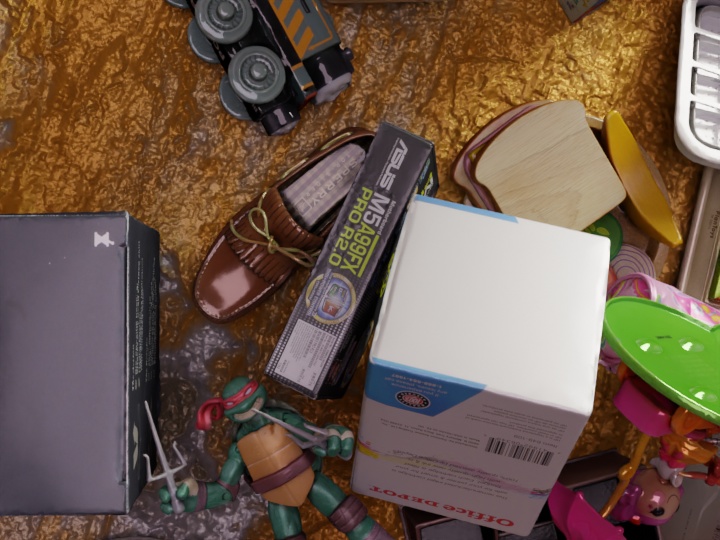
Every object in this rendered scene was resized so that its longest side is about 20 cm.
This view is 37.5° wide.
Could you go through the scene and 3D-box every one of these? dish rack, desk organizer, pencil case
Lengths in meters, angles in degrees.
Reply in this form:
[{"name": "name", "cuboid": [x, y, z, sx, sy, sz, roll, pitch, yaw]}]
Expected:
[{"name": "dish rack", "cuboid": [0.354, -0.143, 0.900, 0.198, 0.044, 0.173, 13, 67, -6]}, {"name": "desk organizer", "cuboid": [0.138, 0.209, 0.872, 0.198, 0.077, 0.073, -13, 90, -6]}, {"name": "pencil case", "cuboid": [0.283, 0.071, 0.868, 0.198, 0.087, 0.088, 21, 87, -18]}]

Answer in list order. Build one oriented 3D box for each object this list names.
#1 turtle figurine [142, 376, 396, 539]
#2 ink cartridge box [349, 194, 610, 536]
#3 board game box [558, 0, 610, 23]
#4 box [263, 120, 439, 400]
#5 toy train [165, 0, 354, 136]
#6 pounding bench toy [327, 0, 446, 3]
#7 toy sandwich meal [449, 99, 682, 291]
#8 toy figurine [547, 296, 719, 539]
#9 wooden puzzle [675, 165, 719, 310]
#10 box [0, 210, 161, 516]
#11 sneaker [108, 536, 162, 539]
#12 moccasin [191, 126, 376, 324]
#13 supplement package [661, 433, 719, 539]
[{"name": "turtle figurine", "cuboid": [-0.058, 0.147, 0.774, 0.149, 0.101, 0.201, -29, 100, 20]}, {"name": "ink cartridge box", "cuboid": [0.082, 0.075, 0.777, 0.145, 0.201, 0.147, 13, 54, 4]}, {"name": "board game box", "cuboid": [0.209, -0.287, 0.827, 0.102, 0.200, 0.105, -33, 93, -5]}, {"name": "box", "cuboid": [0.000, 0.000, 0.819, 0.044, 0.160, 0.202, 25, 86, 9]}, {"name": "toy train", "cuboid": [-0.085, -0.213, 0.858, 0.113, 0.085, 0.201, -30, 92, -15]}, {"name": "pounding bench toy", "cuboid": [0.007, -0.284, 0.814, 0.198, 0.156, 0.126, -7, 89, -21]}, {"name": "toy sandwich meal", "cuboid": [0.175, -0.048, 0.884, 0.203, 0.070, 0.208, 0, 89, -6]}, {"name": "toy figurine", "cuboid": [0.217, 0.137, 0.781, 0.199, 0.150, 0.185, 0, 124, -41]}, {"name": "wooden puzzle", "cuboid": [0.382, -0.023, 0.922, 0.198, 0.037, 0.187, 14, 87, -6]}, {"name": "box", "cuboid": [-0.213, 0.062, 0.778, 0.116, 0.200, 0.199, 0, 88, -6]}, {"name": "sneaker", "cuboid": [-0.149, 0.260, 0.806, 0.198, 0.146, 0.082, 6, 88, -6]}, {"name": "moccasin", "cuboid": [-0.056, -0.036, 0.856, 0.201, 0.078, 0.074, -39, 93, -5]}, {"name": "supplement package", "cuboid": [0.359, 0.245, 0.860, 0.198, 0.147, 0.193, 18, 87, -4]}]
